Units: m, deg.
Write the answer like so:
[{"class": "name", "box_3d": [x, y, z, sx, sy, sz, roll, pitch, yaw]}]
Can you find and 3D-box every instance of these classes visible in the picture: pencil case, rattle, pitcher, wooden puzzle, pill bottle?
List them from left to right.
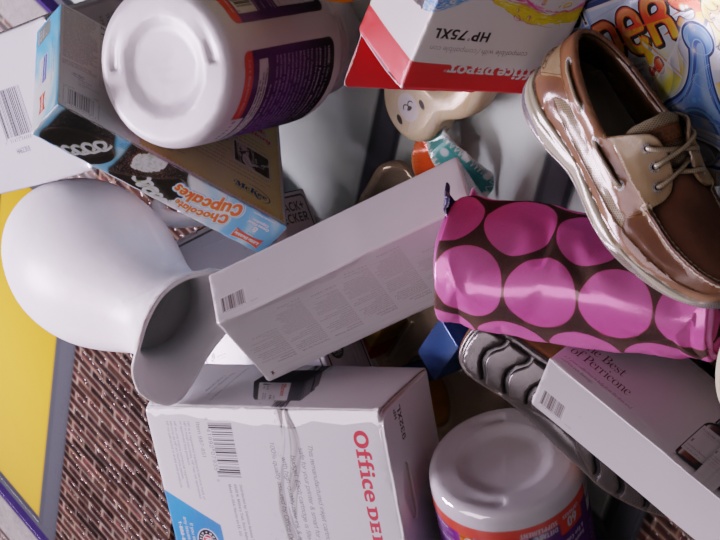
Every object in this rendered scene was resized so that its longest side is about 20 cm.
[{"class": "pitcher", "box_3d": [-0.164, -0.008, 1.715, 0.199, 0.171, 0.122, 30, 153, 41]}, {"class": "pill bottle", "box_3d": [-0.083, -0.154, 1.614, 0.111, 0.200, 0.113, 7, 103, 29]}, {"class": "rattle", "box_3d": [0.025, -0.122, 1.573, 0.129, 0.143, 0.201, 24, 125, 21]}, {"class": "wooden puzzle", "box_3d": [0.042, 0.043, 1.721, 0.201, 0.046, 0.186, 55, 148, 16]}, {"class": "pill bottle", "box_3d": [0.118, 0.207, 1.653, 0.111, 0.111, 0.201, 31, 146, 41]}, {"class": "pencil case", "box_3d": [0.145, 0.000, 1.473, 0.198, 0.094, 0.091, 11, 137, 21]}]

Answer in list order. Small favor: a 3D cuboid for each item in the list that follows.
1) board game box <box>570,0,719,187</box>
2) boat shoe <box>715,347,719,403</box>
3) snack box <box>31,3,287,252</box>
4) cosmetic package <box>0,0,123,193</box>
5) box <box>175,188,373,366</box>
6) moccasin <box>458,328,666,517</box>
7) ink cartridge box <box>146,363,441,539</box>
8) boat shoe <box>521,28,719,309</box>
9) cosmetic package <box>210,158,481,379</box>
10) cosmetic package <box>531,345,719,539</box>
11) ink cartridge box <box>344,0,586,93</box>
[{"class": "board game box", "box_3d": [0.194, -0.116, 1.428, 0.199, 0.034, 0.136, -15, 98, 57]}, {"class": "boat shoe", "box_3d": [0.272, 0.031, 1.374, 0.063, 0.073, 0.202, 53, 141, 31]}, {"class": "snack box", "box_3d": [-0.142, -0.101, 1.639, 0.037, 0.199, 0.117, -44, 32, 30]}, {"class": "cosmetic package", "box_3d": [-0.191, -0.154, 1.790, 0.199, 0.199, 0.124, -8, 101, 55]}, {"class": "box", "box_3d": [-0.064, 0.051, 1.760, 0.116, 0.060, 0.201, -26, 85, 34]}, {"class": "moccasin", "box_3d": [0.160, 0.095, 1.573, 0.200, 0.078, 0.074, 32, 121, 14]}, {"class": "ink cartridge box", "box_3d": [-0.042, 0.150, 1.677, 0.198, 0.084, 0.146, 0, 111, 29]}, {"class": "boat shoe", "box_3d": [0.173, -0.064, 1.391, 0.200, 0.075, 0.072, 51, 143, 19]}, {"class": "cosmetic package", "box_3d": [0.000, 0.000, 1.614, 0.083, 0.199, 0.051, 53, -163, -46]}, {"class": "cosmetic package", "box_3d": [0.214, 0.113, 1.476, 0.200, 0.082, 0.051, 39, 138, 21]}, {"class": "ink cartridge box", "box_3d": [0.078, -0.178, 1.429, 0.067, 0.115, 0.201, 56, 135, 41]}]
